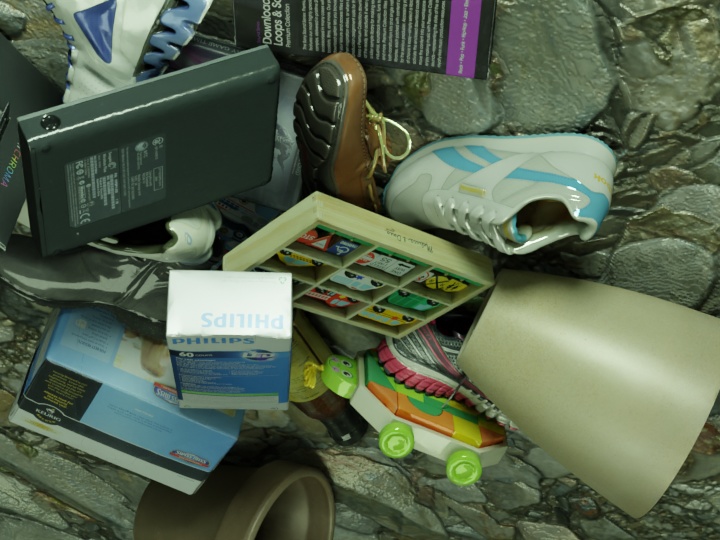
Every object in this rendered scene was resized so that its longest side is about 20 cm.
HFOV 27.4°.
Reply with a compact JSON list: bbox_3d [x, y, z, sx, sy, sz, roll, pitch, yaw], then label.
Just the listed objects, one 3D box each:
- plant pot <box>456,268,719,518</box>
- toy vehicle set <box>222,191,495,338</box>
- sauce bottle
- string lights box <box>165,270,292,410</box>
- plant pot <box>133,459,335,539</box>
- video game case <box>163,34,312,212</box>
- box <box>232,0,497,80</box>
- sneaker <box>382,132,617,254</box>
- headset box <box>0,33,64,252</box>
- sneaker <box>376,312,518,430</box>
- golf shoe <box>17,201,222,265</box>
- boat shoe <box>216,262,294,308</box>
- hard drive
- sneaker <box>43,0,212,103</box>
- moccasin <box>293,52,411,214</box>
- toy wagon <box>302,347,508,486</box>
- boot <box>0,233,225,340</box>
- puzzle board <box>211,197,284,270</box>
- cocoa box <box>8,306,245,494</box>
[{"bbox_3d":[0.191,0.084,1.287,0.199,0.188,0.188,27,141,3],"label":"plant pot"},{"bbox_3d":[0.000,0.000,1.242,0.199,0.027,0.124,19,143,-37],"label":"toy vehicle set"},{"bbox_3d":[-0.052,0.100,1.439,0.065,0.066,0.201,-9,134,25],"label":"sauce bottle"},{"bbox_3d":[-0.109,0.064,1.264,0.102,0.060,0.200,2,158,-3],"label":"string lights box"},{"bbox_3d":[-0.147,0.287,1.618,0.173,0.201,0.201,15,145,28],"label":"plant pot"},{"bbox_3d":[-0.132,-0.128,1.213,0.198,0.019,0.144,16,133,-3],"label":"video game case"},{"bbox_3d":[0.002,-0.214,1.074,0.198,0.036,0.144,7,141,5],"label":"box"},{"bbox_3d":[0.105,-0.058,1.195,0.198,0.081,0.077,-6,139,28],"label":"sneaker"},{"bbox_3d":[-0.351,-0.083,1.214,0.199,0.175,0.093,-18,133,33],"label":"headset box"},{"bbox_3d":[0.117,0.089,1.375,0.198,0.081,0.075,20,115,-19],"label":"sneaker"},{"bbox_3d":[-0.218,-0.053,1.231,0.198,0.097,0.079,10,98,12],"label":"golf shoe"},{"bbox_3d":[-0.072,0.010,1.331,0.065,0.073,0.200,19,136,-40],"label":"boat shoe"},{"bbox_3d":[-0.158,-0.089,1.130,0.198,0.033,0.140,-19,149,-20],"label":"hard drive"},{"bbox_3d":[-0.198,-0.179,1.123,0.115,0.081,0.200,32,122,-13],"label":"sneaker"},{"bbox_3d":[-0.006,-0.098,1.169,0.077,0.074,0.202,-23,145,-14],"label":"moccasin"},{"bbox_3d":[0.042,0.120,1.372,0.198,0.156,0.040,24,114,-12],"label":"toy wagon"},{"bbox_3d":[-0.228,-0.022,1.328,0.198,0.070,0.132,16,134,-15],"label":"boot"},{"bbox_3d":[-0.177,-0.067,1.312,0.199,0.018,0.151,28,139,-18],"label":"puzzle board"},{"bbox_3d":[-0.214,0.102,1.431,0.199,0.134,0.131,24,139,-14],"label":"cocoa box"}]
